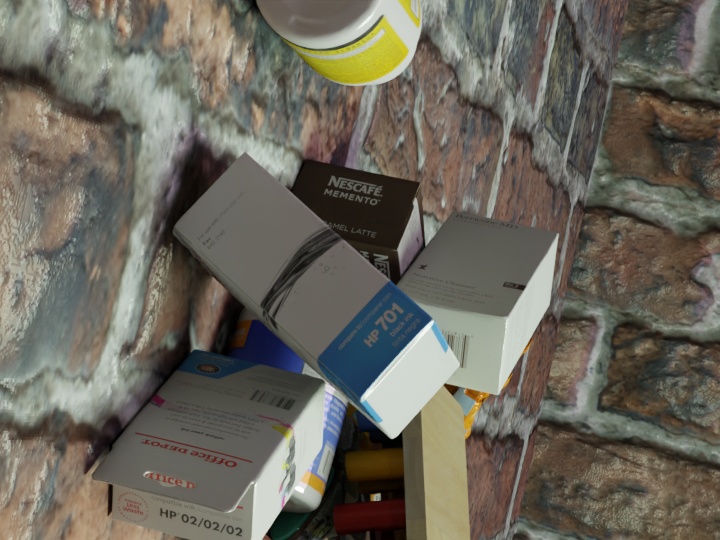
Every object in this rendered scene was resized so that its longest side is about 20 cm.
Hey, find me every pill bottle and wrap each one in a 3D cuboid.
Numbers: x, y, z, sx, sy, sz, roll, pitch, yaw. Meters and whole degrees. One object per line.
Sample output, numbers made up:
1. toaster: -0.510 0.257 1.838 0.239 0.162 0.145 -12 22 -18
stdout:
1. pill bottle: -0.011 -0.212 1.558 0.200 0.110 0.112 34 69 -75
2. pill bottle: -0.061 0.092 1.611 0.112 0.111 0.201 66 37 -67

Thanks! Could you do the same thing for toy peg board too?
1. toy peg board: 0.029 0.200 1.660 0.200 0.097 0.201 51 35 -69

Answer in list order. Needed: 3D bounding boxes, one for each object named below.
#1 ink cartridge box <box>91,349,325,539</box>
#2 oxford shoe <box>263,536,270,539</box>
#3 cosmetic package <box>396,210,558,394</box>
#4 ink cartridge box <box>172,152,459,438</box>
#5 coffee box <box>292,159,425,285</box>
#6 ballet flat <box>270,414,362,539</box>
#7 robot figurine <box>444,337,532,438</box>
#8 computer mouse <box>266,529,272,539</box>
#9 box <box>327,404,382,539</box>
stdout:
1. ink cartridge box: -0.112 0.143 1.440 0.200 0.114 0.068 -53 151 -59
2. oxford shoe: -0.105 0.324 1.766 0.074 0.071 0.201 -38 -153 38
3. cosmetic package: 0.103 0.025 1.745 0.200 0.112 0.082 -56 154 -60
4. ink cartridge box: -0.031 0.022 1.452 0.086 0.200 0.147 -46 162 -4
5. coffee box: 0.000 0.000 1.773 0.201 0.114 0.080 84 23 -53
6. ballet flat: -0.028 0.192 1.692 0.201 0.071 0.072 -77 172 -59
7. robot figurine: 0.087 0.139 1.853 0.201 0.058 0.145 -60 175 34
8. computer mouse: -0.070 0.208 1.813 0.201 0.046 0.141 -78 165 -55
9. box: 0.003 0.219 1.841 0.119 0.041 0.201 -139 -136 -59
